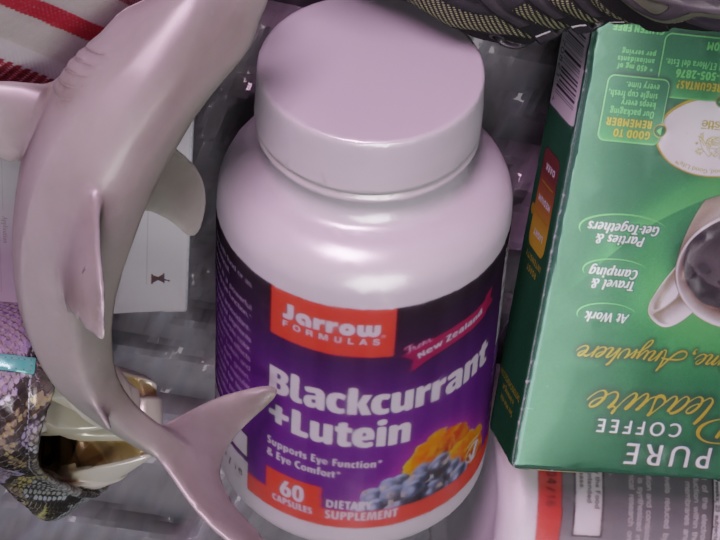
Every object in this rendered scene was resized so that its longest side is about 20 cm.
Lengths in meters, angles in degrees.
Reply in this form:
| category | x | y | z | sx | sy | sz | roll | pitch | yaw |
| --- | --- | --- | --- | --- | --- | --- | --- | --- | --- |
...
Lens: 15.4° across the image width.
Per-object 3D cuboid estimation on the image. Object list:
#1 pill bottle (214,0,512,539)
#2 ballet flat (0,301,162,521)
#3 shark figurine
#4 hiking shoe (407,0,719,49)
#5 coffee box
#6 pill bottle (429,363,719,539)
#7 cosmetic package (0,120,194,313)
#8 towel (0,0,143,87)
| category | x | y | z | sx | sy | sz | roll | pitch | yaw |
| --- | --- | --- | --- | --- | --- | --- | --- | --- | --- |
| pill bottle | 0.000 | 0.000 | 1.005 | 0.111 | 0.112 | 0.201 | -4 | 134 | -7 |
| ballet flat | -0.112 | 0.057 | 1.015 | 0.072 | 0.073 | 0.200 | -17 | 166 | 5 |
| shark figurine | -0.083 | 0.011 | 0.889 | 0.127 | 0.090 | 0.216 | -9 | 123 | -12 |
| hiking shoe | 0.072 | -0.117 | 0.917 | 0.199 | 0.076 | 0.101 | 15 | 165 | 8 |
| coffee box | 0.124 | -0.019 | 1.009 | 0.122 | 0.044 | 0.201 | 3 | 109 | -15 |
| pill bottle | 0.138 | 0.102 | 1.128 | 0.198 | 0.116 | 0.116 | 4 | 133 | -15 |
| cosmetic package | -0.135 | -0.068 | 0.956 | 0.150 | 0.052 | 0.201 | -1 | 134 | -8 |
| towel | -0.145 | -0.069 | 0.873 | 0.199 | 0.023 | 0.144 | -34 | 155 | 20 |
